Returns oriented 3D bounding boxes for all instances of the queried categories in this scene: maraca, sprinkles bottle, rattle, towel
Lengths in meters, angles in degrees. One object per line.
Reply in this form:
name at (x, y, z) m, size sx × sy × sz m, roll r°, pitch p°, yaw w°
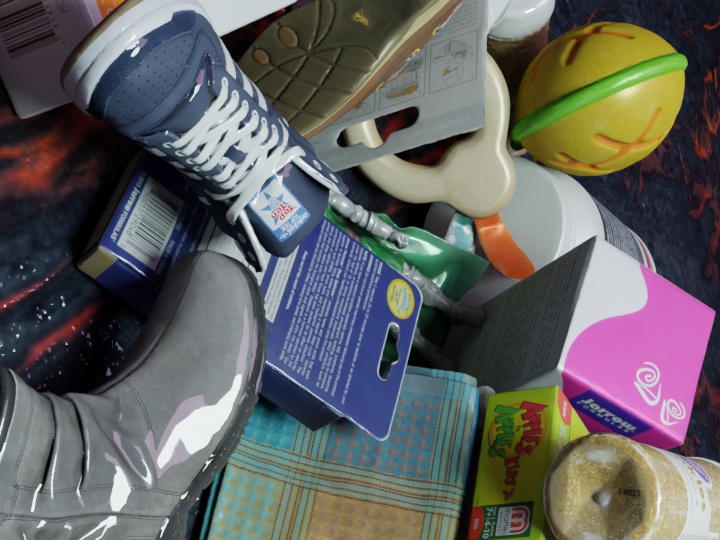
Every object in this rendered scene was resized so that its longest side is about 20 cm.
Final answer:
maraca at (0.174, -0.125, 0.919) m, size 0.200 × 0.136 × 0.108 m, roll 110°, pitch -39°, yaw -88°
sprinkles bottle at (0.118, -0.170, 0.983) m, size 0.201 × 0.067 × 0.069 m, roll 81°, pitch 12°, yaw -63°
sprinkles bottle at (0.172, 0.137, 0.706) m, size 0.199 × 0.068 × 0.069 m, roll 22°, pitch 61°, yaw -57°
rattle at (0.063, -0.088, 0.929) m, size 0.201 × 0.130 × 0.143 m, roll 54°, pitch -8°, yaw -10°
towel at (-0.014, 0.134, 0.680) m, size 0.022 × 0.145 × 0.202 m, roll 96°, pitch 5°, yaw -55°

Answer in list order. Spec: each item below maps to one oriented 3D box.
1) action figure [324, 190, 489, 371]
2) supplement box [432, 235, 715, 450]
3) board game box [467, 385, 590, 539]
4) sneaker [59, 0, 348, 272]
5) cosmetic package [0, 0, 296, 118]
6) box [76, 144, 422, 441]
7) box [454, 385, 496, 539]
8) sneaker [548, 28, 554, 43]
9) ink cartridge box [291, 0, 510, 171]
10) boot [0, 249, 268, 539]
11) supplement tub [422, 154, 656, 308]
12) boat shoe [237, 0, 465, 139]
action figure at (0.000, 0.000, 0.803) m, size 0.199 × 0.054 × 0.119 m, roll 35°, pitch 82°, yaw -34°
supplement box at (0.130, 0.072, 0.823) m, size 0.101 × 0.200 × 0.104 m, roll 30°, pitch 60°, yaw -12°
board game box at (0.132, 0.170, 0.741) m, size 0.200 × 0.047 × 0.102 m, roll 53°, pitch 38°, yaw -39°
sneaker at (-0.065, -0.060, 0.574) m, size 0.109 × 0.070 × 0.200 m, roll 49°, pitch 2°, yaw 5°
cosmetic package at (-0.120, -0.164, 0.662) m, size 0.200 × 0.071 × 0.102 m, roll -45°, pitch 118°, yaw -56°
box at (-0.054, 0.005, 0.693) m, size 0.199 × 0.032 × 0.122 m, roll 37°, pitch 45°, yaw -21°
box at (0.037, 0.189, 0.745) m, size 0.109 × 0.127 × 0.202 m, roll 49°, pitch 40°, yaw -41°
sneaker at (0.131, -0.209, 1.112) m, size 0.072 × 0.083 × 0.200 m, roll -44°, pitch 151°, yaw -11°
ink cartridge box at (0.024, -0.152, 0.814) m, size 0.057 × 0.161 × 0.202 m, roll 30°, pitch 53°, yaw -50°
boot at (-0.119, 0.065, 0.546) m, size 0.131 × 0.069 × 0.202 m, roll 36°, pitch 64°, yaw -49°
supplement tub at (0.150, -0.002, 0.998) m, size 0.199 × 0.139 × 0.142 m, roll 28°, pitch 56°, yaw -54°
boat shoe at (-0.002, -0.137, 0.750) m, size 0.072 × 0.200 × 0.067 m, roll 53°, pitch 10°, yaw 20°
